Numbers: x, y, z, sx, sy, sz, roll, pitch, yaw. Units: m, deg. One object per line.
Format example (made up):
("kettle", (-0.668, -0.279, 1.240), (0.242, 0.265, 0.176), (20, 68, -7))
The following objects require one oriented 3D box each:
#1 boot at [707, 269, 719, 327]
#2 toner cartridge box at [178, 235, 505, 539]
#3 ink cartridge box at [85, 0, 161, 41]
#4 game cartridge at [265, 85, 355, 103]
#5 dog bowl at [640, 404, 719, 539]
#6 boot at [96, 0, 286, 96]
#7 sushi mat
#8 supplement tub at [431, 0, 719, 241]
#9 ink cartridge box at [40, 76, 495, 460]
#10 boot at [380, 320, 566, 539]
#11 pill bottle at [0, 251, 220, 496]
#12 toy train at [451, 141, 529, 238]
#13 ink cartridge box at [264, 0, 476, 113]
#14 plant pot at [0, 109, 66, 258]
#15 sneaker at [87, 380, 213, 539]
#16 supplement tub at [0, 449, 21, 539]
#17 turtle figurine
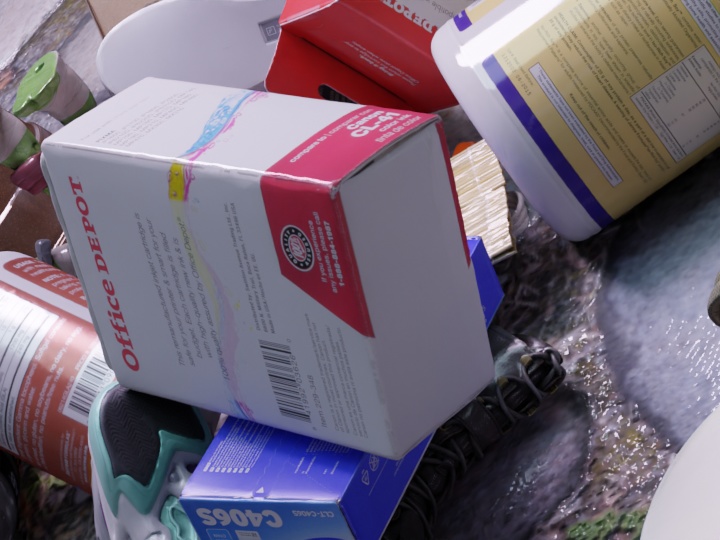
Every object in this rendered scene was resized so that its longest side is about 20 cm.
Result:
("boot", (0.263, -0.047, 1.107), (0.200, 0.072, 0.155), (-19, 35, 41))
("toner cartridge box", (-0.006, 0.062, 1.170), (0.095, 0.043, 0.200), (-3, 38, 32))
("ink cartridge box", (-0.067, -0.203, 1.608), (0.164, 0.075, 0.200), (-22, 3, 31))
("game cartridge", (-0.027, -0.096, 1.464), (0.133, 0.042, 0.200), (6, 26, -1))
("dog bowl", (0.215, 0.114, 0.936), (0.200, 0.079, 0.200), (-28, 32, 19))
("boot", (-0.066, -0.135, 1.433), (0.199, 0.074, 0.096), (-13, -9, -7))
("sushi mat", (0.000, 0.000, 1.301), (0.200, 0.012, 0.096), (-28, 37, 20))
("supplement tub", (0.156, -0.127, 1.262), (0.200, 0.145, 0.146), (-35, 30, 8))
("ink cartridge box", (-0.045, -0.006, 1.110), (0.200, 0.148, 0.086), (13, 37, 42))
("boot", (0.038, 0.098, 1.177), (0.174, 0.069, 0.200), (-41, 32, -9))
("pill bottle", (-0.188, 0.056, 1.362), (0.200, 0.112, 0.112), (24, 63, 23))
("toy train", (0.016, 0.016, 1.330), (0.200, 0.056, 0.150), (-37, 35, 7))
("ink cartridge box", (0.030, -0.174, 1.359), (0.067, 0.116, 0.201), (-14, 53, 55))
("plant pot", (-0.327, -0.063, 1.646), (0.200, 0.198, 0.200), (-41, 26, 24))
("sneaker", (-0.092, 0.163, 1.222), (0.078, 0.201, 0.140), (-14, -20, -15))
("supplement tub", (-0.274, 0.121, 1.445), (0.122, 0.123, 0.200), (-32, 31, 15))
("turtle figurine", (-0.160, -0.024, 1.416), (0.200, 0.194, 0.144), (-55, 25, -15))
